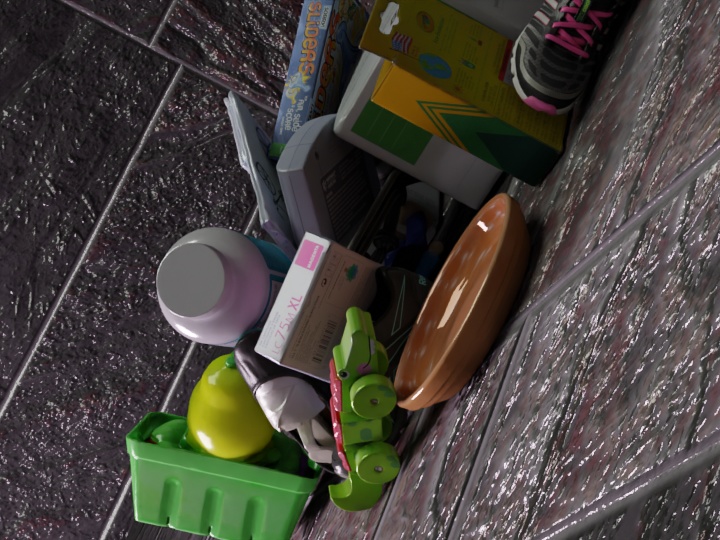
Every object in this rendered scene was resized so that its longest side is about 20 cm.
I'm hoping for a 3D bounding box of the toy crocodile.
[{"bbox_3d":[-0.002,0.120,1.443,0.068,0.061,0.201,-102,6,-52],"label":"toy crocodile"}]

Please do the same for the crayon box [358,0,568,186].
[{"bbox_3d":[0.089,-0.170,1.503,0.051,0.199,0.127,-56,10,40],"label":"crayon box"}]

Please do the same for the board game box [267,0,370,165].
[{"bbox_3d":[-0.038,-0.191,1.764,0.135,0.034,0.201,36,-115,-69],"label":"board game box"}]

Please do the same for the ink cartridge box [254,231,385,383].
[{"bbox_3d":[-0.010,0.047,1.576,0.200,0.042,0.120,25,-91,-54],"label":"ink cartridge box"}]

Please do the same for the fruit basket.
[{"bbox_3d":[-0.132,0.169,1.729,0.216,0.215,0.156,-61,-1,9],"label":"fruit basket"}]

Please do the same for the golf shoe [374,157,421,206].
[{"bbox_3d":[0.083,-0.140,1.843,0.200,0.092,0.073,-35,-17,-23],"label":"golf shoe"}]

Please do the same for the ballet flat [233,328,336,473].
[{"bbox_3d":[-0.054,0.131,1.618,0.068,0.200,0.069,-25,46,15],"label":"ballet flat"}]

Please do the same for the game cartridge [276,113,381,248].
[{"bbox_3d":[-0.028,-0.083,1.677,0.200,0.041,0.134,-49,-49,-64],"label":"game cartridge"}]

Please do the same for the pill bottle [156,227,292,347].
[{"bbox_3d":[-0.126,0.018,1.634,0.111,0.110,0.200,-62,-18,2],"label":"pill bottle"}]

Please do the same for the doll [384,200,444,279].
[{"bbox_3d":[0.043,0.013,1.748,0.137,0.048,0.200,-55,16,28],"label":"doll"}]

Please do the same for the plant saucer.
[{"bbox_3d":[0.090,0.031,1.429,0.201,0.037,0.200,-62,8,15],"label":"plant saucer"}]

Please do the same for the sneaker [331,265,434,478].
[{"bbox_3d":[0.011,0.090,1.544,0.075,0.079,0.201,0,63,62],"label":"sneaker"}]

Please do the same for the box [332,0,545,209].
[{"bbox_3d":[0.100,-0.213,1.680,0.199,0.171,0.200,-58,10,33],"label":"box"}]

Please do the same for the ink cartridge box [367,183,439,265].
[{"bbox_3d":[0.025,-0.052,1.954,0.146,0.083,0.200,-60,8,21],"label":"ink cartridge box"}]

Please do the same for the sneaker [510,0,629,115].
[{"bbox_3d":[0.192,-0.226,1.481,0.200,0.074,0.088,-62,0,-30],"label":"sneaker"}]

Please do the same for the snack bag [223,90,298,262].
[{"bbox_3d":[-0.075,-0.059,1.711,0.021,0.189,0.201,-26,48,9],"label":"snack bag"}]

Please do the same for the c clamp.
[{"bbox_3d":[0.000,0.000,1.671,0.171,0.027,0.200,90,-156,-54],"label":"c clamp"}]

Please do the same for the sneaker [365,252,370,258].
[{"bbox_3d":[-0.048,0.043,1.861,0.074,0.081,0.201,-9,-48,-42],"label":"sneaker"}]
